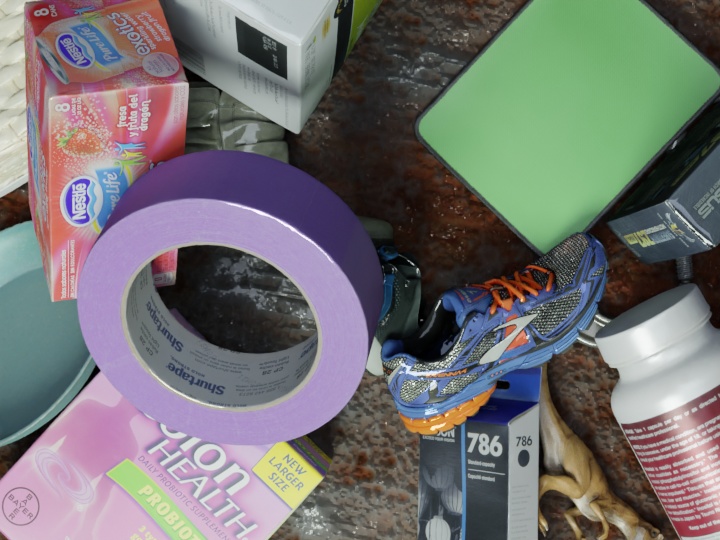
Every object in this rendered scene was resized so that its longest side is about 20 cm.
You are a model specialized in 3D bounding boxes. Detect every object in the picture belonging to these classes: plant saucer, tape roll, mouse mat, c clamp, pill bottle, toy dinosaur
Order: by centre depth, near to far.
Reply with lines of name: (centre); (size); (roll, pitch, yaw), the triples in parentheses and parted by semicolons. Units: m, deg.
tape roll: (-0.087, 0.021, 1.097); (0.199, 0.066, 0.201); (6, 124, 9)
pill bottle: (0.255, 0.117, 1.191); (0.112, 0.113, 0.201); (-28, 93, 3)
plant saucer: (-0.262, 0.054, 1.231); (0.199, 0.036, 0.201); (-16, 52, 22)
toy dinosaur: (0.154, 0.144, 1.243); (0.106, 0.060, 0.201); (-32, 94, -20)
c clamp: (0.221, -0.040, 1.245); (0.170, 0.027, 0.202); (1, 89, 4)
mouse mat: (0.159, -0.127, 1.249); (0.161, 0.008, 0.200); (45, 94, 12)

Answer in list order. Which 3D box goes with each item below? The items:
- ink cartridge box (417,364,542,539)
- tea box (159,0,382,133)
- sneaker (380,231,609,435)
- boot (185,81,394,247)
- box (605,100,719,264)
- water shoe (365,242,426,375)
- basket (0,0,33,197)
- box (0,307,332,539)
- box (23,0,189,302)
ink cartridge box: (0.088, 0.169, 1.220); (0.039, 0.099, 0.202); (3, 88, -41)
tea box: (-0.047, -0.236, 1.162); (0.133, 0.200, 0.197); (32, 78, 4)
sneaker: (0.099, 0.038, 1.199); (0.200, 0.075, 0.079); (-40, 120, -3)
boot: (-0.065, -0.081, 1.249); (0.199, 0.068, 0.132); (8, 84, 3)
box: (0.275, -0.094, 1.160); (0.051, 0.158, 0.200); (44, 82, -1)
water shoe: (0.000, 0.000, 1.192); (0.079, 0.200, 0.072); (-34, 54, -2)
basket: (-0.278, -0.144, 1.232); (0.199, 0.123, 0.136); (-31, 88, 2)
box: (-0.152, 0.162, 1.232); (0.176, 0.097, 0.200); (44, 92, 2)
box: (-0.180, -0.085, 1.137); (0.094, 0.201, 0.103); (-8, 50, -17)
